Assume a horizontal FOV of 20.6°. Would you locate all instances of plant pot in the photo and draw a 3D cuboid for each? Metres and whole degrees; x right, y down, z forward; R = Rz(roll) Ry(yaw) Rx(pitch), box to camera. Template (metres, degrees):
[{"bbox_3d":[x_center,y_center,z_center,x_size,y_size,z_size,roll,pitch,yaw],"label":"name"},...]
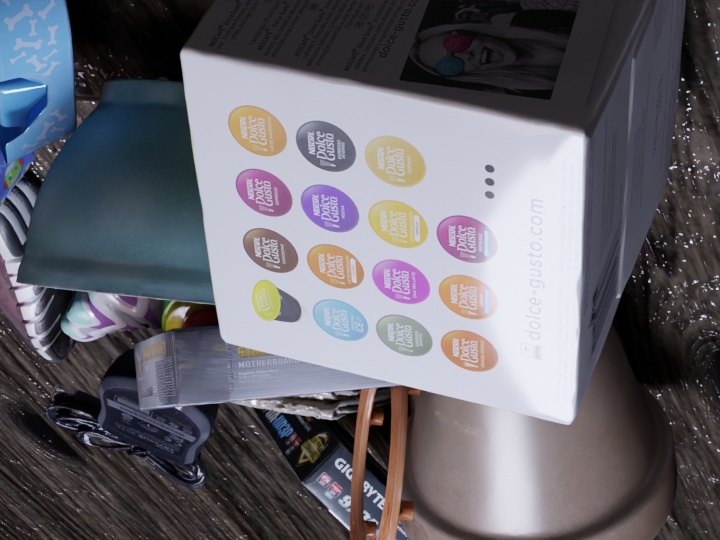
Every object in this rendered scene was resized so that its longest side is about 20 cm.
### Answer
[{"bbox_3d":[-0.109,-0.048,1.245,0.200,0.134,0.200,5,179,0],"label":"plant pot"},{"bbox_3d":[0.110,0.089,1.352,0.200,0.200,0.175,9,134,24],"label":"plant pot"}]

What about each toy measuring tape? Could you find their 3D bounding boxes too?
[{"bbox_3d":[-0.127,0.006,1.396,0.073,0.074,0.200,-5,134,42],"label":"toy measuring tape"}]

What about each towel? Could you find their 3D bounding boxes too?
[{"bbox_3d":[-0.081,0.081,1.542,0.200,0.035,0.132,7,-176,21],"label":"towel"}]

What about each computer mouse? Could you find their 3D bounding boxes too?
[{"bbox_3d":[-0.155,0.097,1.476,0.138,0.053,0.200,27,157,-6],"label":"computer mouse"}]

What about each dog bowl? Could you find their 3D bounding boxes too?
[{"bbox_3d":[-0.208,-0.146,1.212,0.049,0.112,0.200,-14,156,-12],"label":"dog bowl"}]

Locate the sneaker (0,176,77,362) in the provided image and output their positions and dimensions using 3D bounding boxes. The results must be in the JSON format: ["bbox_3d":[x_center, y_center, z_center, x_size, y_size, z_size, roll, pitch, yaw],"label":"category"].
[{"bbox_3d":[-0.288,-0.014,1.567,0.115,0.076,0.200,16,143,22],"label":"sneaker"}]

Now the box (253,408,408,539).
[{"bbox_3d":[0.000,0.174,1.579,0.159,0.046,0.200,46,179,-18],"label":"box"}]

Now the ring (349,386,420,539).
[{"bbox_3d":[0.017,0.130,1.366,0.019,0.201,0.200,6,155,-7],"label":"ring"}]

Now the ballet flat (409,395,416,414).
[{"bbox_3d":[0.066,0.139,1.572,0.068,0.072,0.200,8,152,-1],"label":"ballet flat"}]

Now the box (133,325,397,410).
[{"bbox_3d":[-0.057,0.059,1.290,0.158,0.048,0.200,-4,176,-13],"label":"box"}]

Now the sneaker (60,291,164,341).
[{"bbox_3d":[-0.144,0.029,1.518,0.140,0.078,0.200,28,153,-10],"label":"sneaker"}]

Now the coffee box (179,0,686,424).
[{"bbox_3d":[0.044,-0.077,1.004,0.197,0.200,0.200,13,137,16],"label":"coffee box"}]

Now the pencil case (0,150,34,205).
[{"bbox_3d":[-0.315,-0.032,1.401,0.087,0.200,0.078,26,157,18],"label":"pencil case"}]
